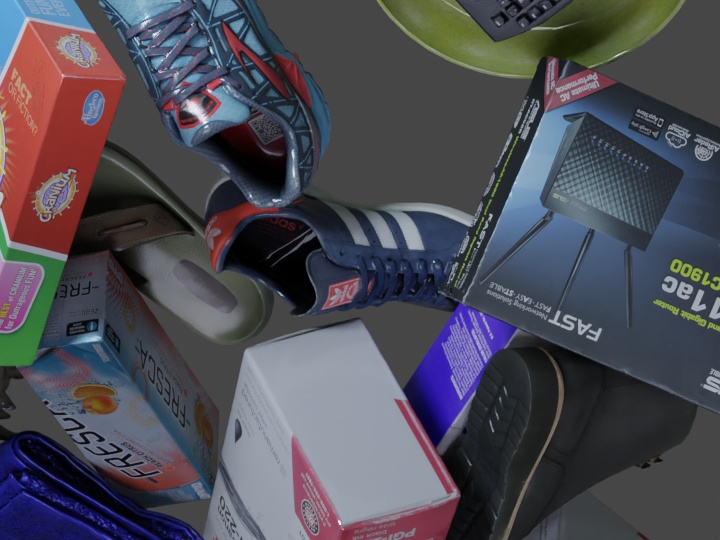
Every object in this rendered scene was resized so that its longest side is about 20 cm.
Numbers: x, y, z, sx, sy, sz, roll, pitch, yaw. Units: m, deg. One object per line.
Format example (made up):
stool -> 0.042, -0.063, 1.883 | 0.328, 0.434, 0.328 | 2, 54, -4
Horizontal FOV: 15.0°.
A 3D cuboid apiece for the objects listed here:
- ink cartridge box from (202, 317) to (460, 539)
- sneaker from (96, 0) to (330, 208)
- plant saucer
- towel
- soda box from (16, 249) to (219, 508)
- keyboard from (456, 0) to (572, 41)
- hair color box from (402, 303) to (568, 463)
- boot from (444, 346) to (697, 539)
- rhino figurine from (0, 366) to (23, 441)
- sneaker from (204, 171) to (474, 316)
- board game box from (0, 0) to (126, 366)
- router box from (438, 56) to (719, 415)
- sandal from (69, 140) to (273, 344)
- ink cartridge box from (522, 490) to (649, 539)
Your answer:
ink cartridge box -> -0.022, 0.151, 1.670 | 0.085, 0.146, 0.200 | -15, 144, -22
sneaker -> -0.086, -0.117, 1.570 | 0.079, 0.096, 0.200 | -32, 117, 24
plant saucer -> 0.095, -0.200, 1.533 | 0.199, 0.031, 0.200 | 3, 126, 4
towel -> -0.205, 0.177, 1.770 | 0.148, 0.050, 0.200 | 34, 149, -16
soda box -> -0.149, 0.071, 1.687 | 0.063, 0.069, 0.200 | -10, 144, 15
keyboard -> 0.032, -0.196, 1.500 | 0.104, 0.040, 0.200 | -34, 114, 26
hair color box -> 0.095, 0.073, 1.681 | 0.109, 0.065, 0.200 | 8, 130, -31
boot -> 0.124, 0.129, 1.655 | 0.138, 0.078, 0.200 | -2, 137, -29
rhino figurine -> -0.276, 0.039, 1.719 | 0.087, 0.060, 0.200 | -30, 114, 24
sneaker -> 0.000, 0.000, 1.650 | 0.200, 0.085, 0.075 | 13, 125, -3
board game box -> -0.205, -0.069, 1.575 | 0.040, 0.153, 0.200 | 1, 126, -32
router box -> 0.165, -0.015, 1.555 | 0.200, 0.062, 0.150 | 23, 92, -11
sandal -> -0.140, -0.017, 1.668 | 0.201, 0.057, 0.080 | 32, 122, -12
ink cartridge box -> 0.117, 0.253, 1.817 | 0.145, 0.083, 0.200 | 37, 121, -18
